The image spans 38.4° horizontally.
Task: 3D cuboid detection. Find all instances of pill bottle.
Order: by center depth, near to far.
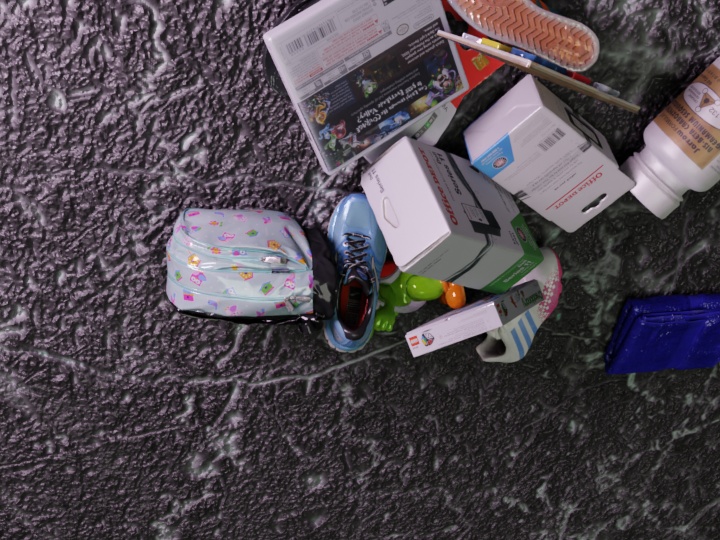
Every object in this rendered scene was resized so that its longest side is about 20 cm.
[{"bbox_3d":[0.430,-0.166,1.325,0.114,0.114,0.200,30,113,-35],"label":"pill bottle"}]

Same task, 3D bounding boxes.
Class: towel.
[{"bbox_3d":[0.486,0.103,1.601,0.199,0.050,0.148,-2,127,-17],"label":"towel"}]

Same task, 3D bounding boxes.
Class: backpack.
[{"bbox_3d":[-0.136,-0.005,1.254,0.199,0.167,0.127,3,109,-14],"label":"backpack"}]

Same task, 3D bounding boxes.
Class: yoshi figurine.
[{"bbox_3d":[0.036,0.051,1.375,0.199,0.112,0.113,-9,136,-8],"label":"yoshi figurine"}]

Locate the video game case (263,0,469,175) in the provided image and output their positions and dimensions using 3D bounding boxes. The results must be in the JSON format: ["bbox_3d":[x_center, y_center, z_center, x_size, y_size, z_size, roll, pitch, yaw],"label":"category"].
[{"bbox_3d":[0.012,-0.229,1.143,0.200,0.023,0.182,-33,127,-11],"label":"video game case"}]

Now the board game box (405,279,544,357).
[{"bbox_3d":[0.153,0.060,1.349,0.126,0.035,0.200,-22,178,26],"label":"board game box"}]

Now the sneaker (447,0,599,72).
[{"bbox_3d":[0.174,-0.286,1.178,0.200,0.080,0.072,29,98,-11],"label":"sneaker"}]

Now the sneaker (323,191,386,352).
[{"bbox_3d":[0.000,0.000,1.280,0.078,0.090,0.201,3,82,-9],"label":"sneaker"}]

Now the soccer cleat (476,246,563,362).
[{"bbox_3d":[0.222,0.056,1.458,0.086,0.070,0.200,-6,130,-26],"label":"soccer cleat"}]

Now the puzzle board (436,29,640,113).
[{"bbox_3d":[0.201,-0.226,1.156,0.200,0.151,0.017,11,106,-41],"label":"puzzle board"}]

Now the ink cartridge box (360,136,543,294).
[{"bbox_3d":[0.111,-0.063,1.240,0.083,0.147,0.200,-40,149,30],"label":"ink cartridge box"}]

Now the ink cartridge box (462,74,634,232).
[{"bbox_3d":[0.239,-0.142,1.302,0.200,0.068,0.116,31,123,-34],"label":"ink cartridge box"}]

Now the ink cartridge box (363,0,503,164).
[{"bbox_3d":[0.059,-0.220,1.204,0.200,0.050,0.161,-37,129,14],"label":"ink cartridge box"}]

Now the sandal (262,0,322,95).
[{"bbox_3d":[-0.039,-0.271,1.129,0.075,0.048,0.201,27,114,-34],"label":"sandal"}]
